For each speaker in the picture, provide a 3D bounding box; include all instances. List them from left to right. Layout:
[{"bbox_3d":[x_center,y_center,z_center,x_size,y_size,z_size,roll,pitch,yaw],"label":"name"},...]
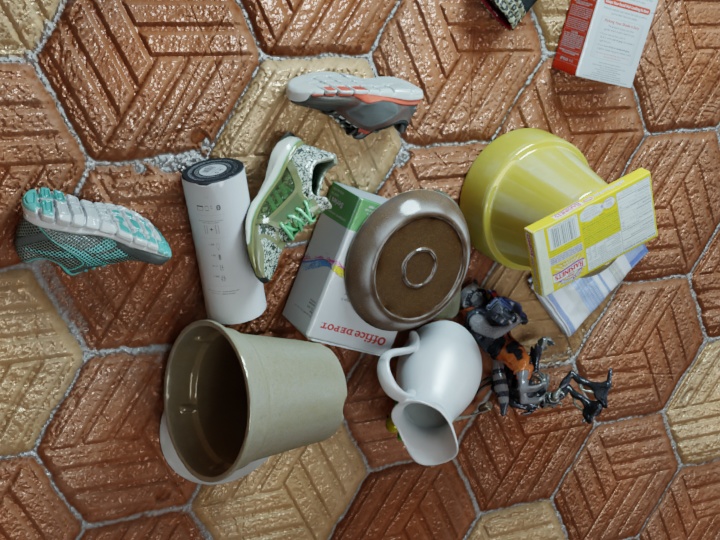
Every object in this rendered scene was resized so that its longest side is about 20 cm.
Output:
[{"bbox_3d":[-0.171,-0.035,1.596,0.081,0.081,0.202,-20,119,-23],"label":"speaker"}]

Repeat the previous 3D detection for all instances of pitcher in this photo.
[{"bbox_3d":[0.091,0.143,1.758,0.121,0.201,0.172,-20,117,28],"label":"pitcher"}]

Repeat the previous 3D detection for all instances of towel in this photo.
[{"bbox_3d":[0.358,-0.004,1.969,0.200,0.024,0.147,-45,127,-8],"label":"towel"}]

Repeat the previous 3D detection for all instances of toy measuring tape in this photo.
[{"bbox_3d":[0.112,0.201,1.885,0.199,0.073,0.074,-12,117,-38],"label":"toy measuring tape"}]

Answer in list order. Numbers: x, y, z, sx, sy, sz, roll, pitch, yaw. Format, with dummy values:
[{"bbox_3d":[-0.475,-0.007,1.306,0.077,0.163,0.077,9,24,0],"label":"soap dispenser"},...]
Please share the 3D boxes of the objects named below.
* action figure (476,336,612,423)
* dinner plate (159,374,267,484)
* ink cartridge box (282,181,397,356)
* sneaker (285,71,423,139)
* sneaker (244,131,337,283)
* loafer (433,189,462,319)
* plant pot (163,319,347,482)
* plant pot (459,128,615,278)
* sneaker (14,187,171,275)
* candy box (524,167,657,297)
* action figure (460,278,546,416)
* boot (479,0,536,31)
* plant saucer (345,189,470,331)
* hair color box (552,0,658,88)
[{"bbox_3d":[0.282,0.172,1.950,0.198,0.103,0.119,10,142,4],"label":"action figure"},{"bbox_3d":[-0.179,0.208,1.731,0.199,0.024,0.202,-12,115,-27],"label":"dinner plate"},{"bbox_3d":[0.000,0.000,1.712,0.144,0.084,0.201,16,101,-36],"label":"ink cartridge box"},{"bbox_3d":[-0.008,-0.206,1.629,0.199,0.077,0.083,-1,117,-31],"label":"sneaker"},{"bbox_3d":[-0.083,-0.078,1.578,0.077,0.088,0.202,49,54,-61],"label":"sneaker"},{"bbox_3d":[0.105,-0.015,1.776,0.067,0.076,0.202,-19,119,-30],"label":"loafer"},{"bbox_3d":[-0.126,0.162,1.631,0.182,0.200,0.202,-1,111,-40],"label":"plant pot"},{"bbox_3d":[0.272,-0.080,1.781,0.199,0.189,0.202,-13,117,-27],"label":"plant pot"},{"bbox_3d":[-0.326,-0.033,1.519,0.199,0.078,0.092,17,117,-32],"label":"sneaker"},{"bbox_3d":[0.310,-0.052,1.682,0.199,0.026,0.103,-26,124,-19],"label":"candy box"},{"bbox_3d":[0.196,0.101,1.824,0.104,0.194,0.200,-33,162,11],"label":"action figure"},{"bbox_3d":[0.202,-0.432,1.660,0.154,0.073,0.204,-45,125,-3],"label":"boot"},{"bbox_3d":[0.072,-0.008,1.683,0.199,0.032,0.202,-14,117,-29],"label":"plant saucer"},{"bbox_3d":[0.356,-0.370,1.786,0.110,0.064,0.202,6,108,-32],"label":"hair color box"}]
